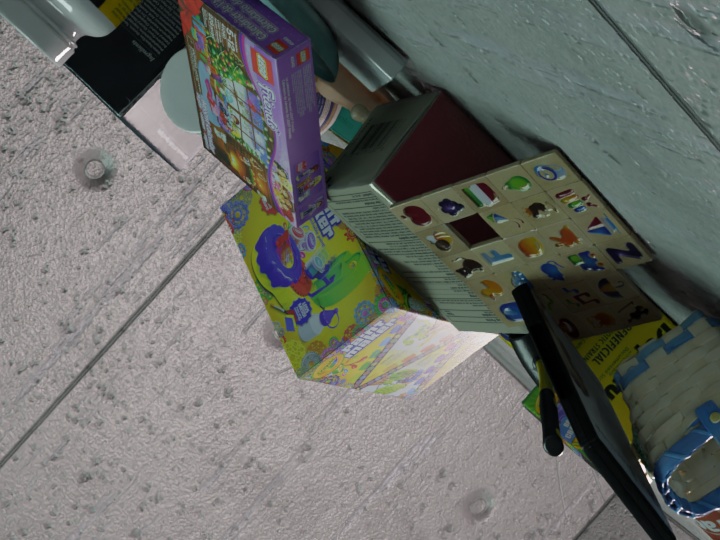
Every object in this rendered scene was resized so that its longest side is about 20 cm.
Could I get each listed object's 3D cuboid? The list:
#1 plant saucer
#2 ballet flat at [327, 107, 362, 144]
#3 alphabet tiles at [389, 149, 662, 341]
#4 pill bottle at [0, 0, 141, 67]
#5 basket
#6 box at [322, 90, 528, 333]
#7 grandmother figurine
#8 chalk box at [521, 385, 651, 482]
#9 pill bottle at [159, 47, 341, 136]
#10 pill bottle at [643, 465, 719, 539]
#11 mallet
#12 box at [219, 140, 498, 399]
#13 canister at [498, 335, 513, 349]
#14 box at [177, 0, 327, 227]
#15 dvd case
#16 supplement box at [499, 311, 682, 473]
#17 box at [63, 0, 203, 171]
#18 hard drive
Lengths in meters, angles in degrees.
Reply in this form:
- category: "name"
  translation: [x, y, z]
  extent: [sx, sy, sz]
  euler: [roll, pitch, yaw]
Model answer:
- category: "plant saucer"
  translation: [-0.088, -0.237, 1.391]
  extent: [0.200, 0.027, 0.200]
  euler: [41, 177, 2]
- category: "ballet flat"
  translation: [0.027, -0.138, 1.753]
  extent: [0.200, 0.071, 0.065]
  euler: [46, -156, -22]
- category: "alphabet tiles"
  translation: [0.146, -0.011, 1.304]
  extent: [0.167, 0.008, 0.200]
  euler: [-17, 131, 40]
- category: "pill bottle"
  translation: [-0.234, -0.283, 1.461]
  extent: [0.112, 0.200, 0.112]
  euler: [41, 178, 2]
- category: "basket"
  translation: [0.297, 0.144, 1.269]
  extent: [0.200, 0.139, 0.176]
  euler: [51, -176, 35]
- category: "box"
  translation: [0.080, -0.048, 1.432]
  extent: [0.200, 0.109, 0.128]
  euler: [43, 162, -19]
- category: "grandmother figurine"
  translation: [0.033, -0.139, 1.556]
  extent: [0.200, 0.061, 0.121]
  euler: [38, -156, 28]
- category: "chalk box"
  translation: [0.301, 0.175, 2.091]
  extent: [0.200, 0.124, 0.125]
  euler: [42, 179, 37]
- category: "pill bottle"
  translation: [-0.109, -0.178, 1.615]
  extent: [0.111, 0.111, 0.200]
  euler: [41, -158, 18]
- category: "pill bottle"
  translation: [0.382, 0.221, 1.646]
  extent: [0.200, 0.112, 0.112]
  euler: [43, 178, -28]
- category: "mallet"
  translation: [0.160, 0.109, 1.362]
  extent: [0.066, 0.041, 0.200]
  euler: [54, -165, -23]
- category: "box"
  translation: [0.000, 0.000, 1.572]
  extent: [0.193, 0.122, 0.200]
  euler: [17, -139, -54]
- category: "canister"
  translation: [0.180, 0.035, 1.966]
  extent: [0.149, 0.087, 0.200]
  euler: [41, 179, 29]
- category: "box"
  translation: [-0.090, -0.146, 1.376]
  extent: [0.137, 0.039, 0.200]
  euler: [40, 153, 31]
- category: "dvd case"
  translation: [0.183, 0.112, 1.291]
  extent: [0.143, 0.018, 0.200]
  euler: [51, -167, -35]
- category: "supplement box"
  translation: [0.242, 0.087, 1.520]
  extent: [0.200, 0.109, 0.110]
  euler: [42, 178, -9]
- category: "box"
  translation: [-0.188, -0.233, 1.695]
  extent: [0.124, 0.197, 0.200]
  euler: [41, 177, 17]
- category: "hard drive"
  translation: [-0.048, -0.235, 1.414]
  extent: [0.200, 0.027, 0.132]
  euler: [43, 177, -6]
